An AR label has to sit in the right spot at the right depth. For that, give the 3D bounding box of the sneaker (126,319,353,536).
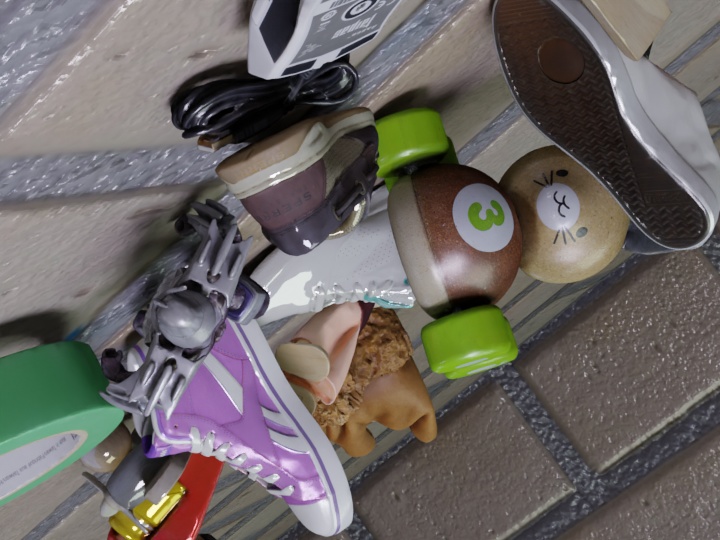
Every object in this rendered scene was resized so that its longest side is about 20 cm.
[{"bbox_3d":[-0.094,0.123,1.029,0.114,0.201,0.073,-36,-173,-29],"label":"sneaker"}]

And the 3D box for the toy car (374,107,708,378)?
[{"bbox_3d":[0.123,-0.037,0.961,0.199,0.165,0.158,-18,171,7],"label":"toy car"}]

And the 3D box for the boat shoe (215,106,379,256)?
[{"bbox_3d":[-0.025,-0.047,0.780,0.072,0.065,0.200,-21,-175,10],"label":"boat shoe"}]

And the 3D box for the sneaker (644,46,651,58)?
[{"bbox_3d":[0.166,-0.167,1.003,0.088,0.076,0.200,-59,167,-6],"label":"sneaker"}]

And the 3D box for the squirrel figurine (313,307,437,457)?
[{"bbox_3d":[-0.037,0.119,1.440,0.186,0.142,0.200,-24,153,-9],"label":"squirrel figurine"}]

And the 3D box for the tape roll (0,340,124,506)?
[{"bbox_3d":[-0.240,0.112,0.865,0.200,0.048,0.200,-29,171,-5],"label":"tape roll"}]

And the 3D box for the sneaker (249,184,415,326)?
[{"bbox_3d":[0.000,0.000,1.081,0.200,0.089,0.075,-32,170,-22],"label":"sneaker"}]

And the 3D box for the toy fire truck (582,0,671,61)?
[{"bbox_3d":[0.153,-0.194,0.705,0.176,0.129,0.200,-36,-179,-4],"label":"toy fire truck"}]

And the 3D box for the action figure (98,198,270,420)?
[{"bbox_3d":[-0.105,0.026,0.864,0.130,0.069,0.200,-54,179,-2],"label":"action figure"}]

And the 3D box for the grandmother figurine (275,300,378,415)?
[{"bbox_3d":[-0.014,0.042,1.171,0.121,0.060,0.200,-60,176,36],"label":"grandmother figurine"}]

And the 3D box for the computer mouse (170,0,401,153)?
[{"bbox_3d":[-0.019,-0.120,0.652,0.109,0.044,0.200,-25,171,-28],"label":"computer mouse"}]

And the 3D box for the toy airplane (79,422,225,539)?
[{"bbox_3d":[-0.152,0.141,1.146,0.200,0.141,0.199,113,-6,-51],"label":"toy airplane"}]

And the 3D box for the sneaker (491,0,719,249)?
[{"bbox_3d":[0.157,-0.109,0.907,0.073,0.200,0.085,-24,-158,43],"label":"sneaker"}]
